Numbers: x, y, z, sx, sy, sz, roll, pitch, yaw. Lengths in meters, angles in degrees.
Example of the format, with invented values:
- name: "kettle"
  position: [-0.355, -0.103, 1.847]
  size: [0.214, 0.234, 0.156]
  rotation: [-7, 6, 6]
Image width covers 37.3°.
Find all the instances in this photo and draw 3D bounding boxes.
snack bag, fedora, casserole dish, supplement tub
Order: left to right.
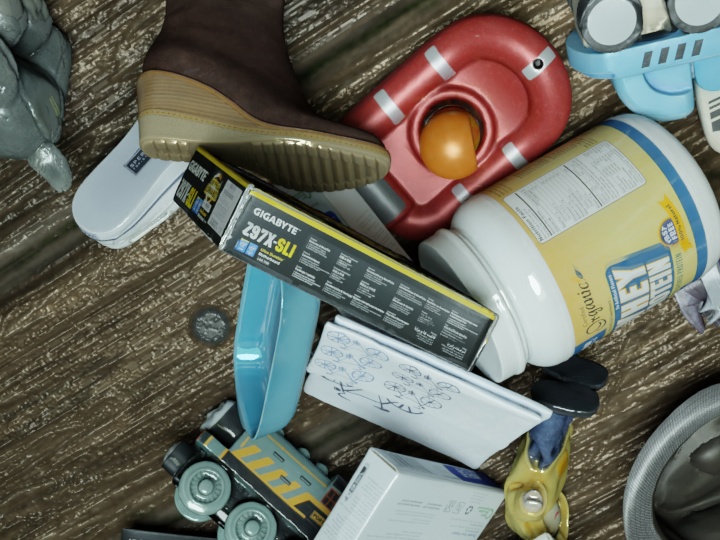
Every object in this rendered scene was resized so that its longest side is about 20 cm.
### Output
- name: "casserole dish"
  position: [-0.071, 0.049, 0.890]
  size: [0.039, 0.121, 0.201]
  rotation: [0, 127, -19]
- name: "snack bag"
  position: [0.041, 0.110, 0.891]
  size: [0.187, 0.200, 0.022]
  rotation: [23, 66, -2]
- name: "supplement tub"
  position: [0.160, -0.016, 0.826]
  size: [0.199, 0.145, 0.145]
  rotation: [-30, 105, -9]
- name: "fedora"
  position: [0.311, 0.179, 0.934]
  size: [0.176, 0.090, 0.201]
  rotation: [32, 98, -9]

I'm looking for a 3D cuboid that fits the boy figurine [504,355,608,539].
- name: "boy figurine"
  position: [0.162, 0.172, 0.926]
  size: [0.064, 0.124, 0.201]
  rotation: [14, 125, 16]

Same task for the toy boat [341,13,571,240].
- name: "toy boat"
  position: [0.073, -0.107, 0.834]
  size: [0.200, 0.131, 0.131]
  rotation: [-40, 102, 14]

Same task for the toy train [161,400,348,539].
- name: "toy train"
  position: [-0.079, 0.207, 0.952]
  size: [0.200, 0.085, 0.114]
  rotation: [41, 67, 3]

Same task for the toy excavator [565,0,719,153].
- name: "toy excavator"
  position: [0.265, -0.153, 0.841]
  size: [0.193, 0.100, 0.201]
  rotation: [-11, 120, 8]

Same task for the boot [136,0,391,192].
- name: "boot"
  position: [-0.068, -0.152, 0.821]
  size: [0.198, 0.072, 0.167]
  rotation: [9, 63, -4]

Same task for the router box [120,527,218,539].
- name: "router box"
  position: [-0.131, 0.325, 0.985]
  size: [0.198, 0.051, 0.150]
  rotation: [6, 73, 1]

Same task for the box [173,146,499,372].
- name: "box"
  position: [-0.022, -0.010, 0.741]
  size: [0.199, 0.160, 0.050]
  rotation: [27, 92, -24]

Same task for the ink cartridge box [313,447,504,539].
- name: "ink cartridge box"
  position: [0.020, 0.255, 0.918]
  size: [0.041, 0.199, 0.201]
  rotation: [34, 95, 36]

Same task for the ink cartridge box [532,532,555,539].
- name: "ink cartridge box"
  position: [0.151, 0.337, 0.969]
  size: [0.160, 0.050, 0.200]
  rotation: [-34, 126, 9]

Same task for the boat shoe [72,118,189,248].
- name: "boat shoe"
  position: [-0.152, -0.099, 0.882]
  size: [0.200, 0.065, 0.074]
  rotation: [-42, 72, -5]

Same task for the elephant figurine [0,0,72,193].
- name: "elephant figurine"
  position: [-0.341, -0.151, 0.857]
  size: [0.198, 0.156, 0.142]
  rotation: [-7, 151, 16]

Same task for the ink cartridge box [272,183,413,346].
- name: "ink cartridge box"
  position: [0.000, 0.000, 0.894]
  size: [0.200, 0.037, 0.094]
  rotation: [53, 146, -11]

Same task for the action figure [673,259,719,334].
- name: "action figure"
  position: [0.350, -0.023, 0.857]
  size: [0.200, 0.130, 0.070]
  rotation: [-37, 90, 29]
